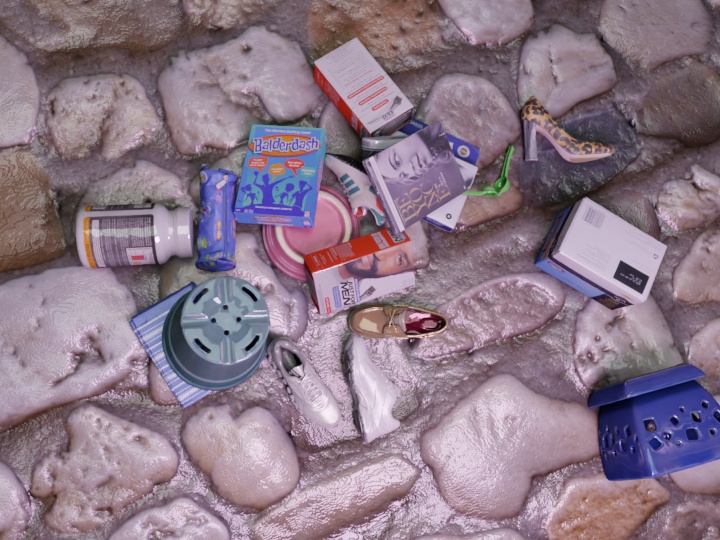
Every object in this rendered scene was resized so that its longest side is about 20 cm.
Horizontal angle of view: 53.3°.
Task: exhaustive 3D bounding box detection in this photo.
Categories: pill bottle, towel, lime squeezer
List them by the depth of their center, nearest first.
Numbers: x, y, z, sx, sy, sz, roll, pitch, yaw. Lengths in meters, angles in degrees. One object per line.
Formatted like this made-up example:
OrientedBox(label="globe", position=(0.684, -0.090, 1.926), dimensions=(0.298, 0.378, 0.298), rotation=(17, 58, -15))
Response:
OrientedBox(label="pill bottle", position=(-0.413, -0.066, 1.330), dimensions=(0.198, 0.116, 0.118), rotation=(-3, 80, -9))
OrientedBox(label="towel", position=(-0.326, 0.139, 1.358), dimensions=(0.144, 0.024, 0.201), rotation=(-32, 87, -15))
OrientedBox(label="lime squeezer", position=(0.271, -0.182, 1.482), dimensions=(0.199, 0.038, 0.071), rotation=(-37, 121, -29))

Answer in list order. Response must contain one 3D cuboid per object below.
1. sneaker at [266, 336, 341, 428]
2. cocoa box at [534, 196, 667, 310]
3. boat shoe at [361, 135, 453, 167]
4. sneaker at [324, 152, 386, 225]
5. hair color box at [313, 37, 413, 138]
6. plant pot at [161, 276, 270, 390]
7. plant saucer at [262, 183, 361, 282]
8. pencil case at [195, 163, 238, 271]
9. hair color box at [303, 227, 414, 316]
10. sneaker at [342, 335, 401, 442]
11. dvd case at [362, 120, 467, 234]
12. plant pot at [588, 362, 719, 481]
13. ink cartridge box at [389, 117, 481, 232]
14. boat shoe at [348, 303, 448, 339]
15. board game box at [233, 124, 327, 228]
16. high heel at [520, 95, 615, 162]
OrientedBox(label="sneaker", position=(-0.106, 0.212, 1.347), dimensions=(0.075, 0.081, 0.201), rotation=(-37, 89, -15))
OrientedBox(label="cocoa box", position=(0.482, -0.029, 1.454), dimensions=(0.199, 0.131, 0.134), rotation=(30, 76, -2))
OrientedBox(label="boat shoe", position=(0.093, -0.229, 1.421), dimensions=(0.198, 0.072, 0.069), rotation=(-7, 110, -28))
OrientedBox(label="sneaker", position=(-0.012, -0.160, 1.414), dimensions=(0.199, 0.070, 0.094), rotation=(33, 110, 30))
OrientedBox(label="hair color box", position=(0.004, -0.362, 1.459), dimensions=(0.110, 0.064, 0.201), rotation=(-33, 73, -13))
OrientedBox(label="plant pot", position=(-0.247, 0.102, 1.269), dimensions=(0.198, 0.196, 0.202), rotation=(4, 75, -16))
OrientedBox(label="plant saucer", position=(-0.094, -0.080, 1.416), dimensions=(0.198, 0.051, 0.203), rotation=(2, 79, -9))
OrientedBox(label="pencil case", position=(-0.274, -0.099, 1.374), dimensions=(0.077, 0.087, 0.202), rotation=(5, 79, -28))
OrientedBox(label="hair color box", position=(0.000, 0.000, 1.373), dimensions=(0.198, 0.112, 0.064), rotation=(-20, 40, -12))
OrientedBox(label="sneaker", position=(0.025, 0.219, 1.376), dimensions=(0.098, 0.078, 0.202), rotation=(-12, 91, -17))
OrientedBox(label="dvd case", position=(0.108, -0.179, 1.363), dimensions=(0.199, 0.016, 0.150), rotation=(-32, 105, -29))
OrientedBox(label="plant pot", position=(0.568, 0.290, 1.383), dimensions=(0.198, 0.200, 0.181), rotation=(-13, 75, -11))
OrientedBox(label="ink cartridge box", position=(0.137, -0.209, 1.480), dimensions=(0.198, 0.041, 0.202), rotation=(23, 77, -4))
OrientedBox(label="boat shoe", position=(0.077, 0.097, 1.402), dimensions=(0.198, 0.066, 0.075), rotation=(0, 80, -9))
OrientedBox(label="board game box", position=(-0.152, -0.185, 1.392), dimensions=(0.150, 0.045, 0.202), rotation=(4, 66, 7))
OrientedBox(label="high heel", position=(0.442, -0.304, 1.527), dimensions=(0.198, 0.071, 0.144), rotation=(-1, 86, 0))
